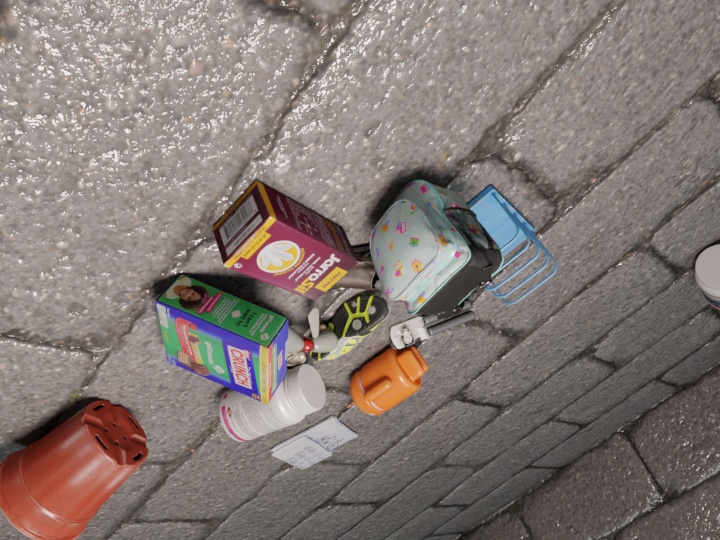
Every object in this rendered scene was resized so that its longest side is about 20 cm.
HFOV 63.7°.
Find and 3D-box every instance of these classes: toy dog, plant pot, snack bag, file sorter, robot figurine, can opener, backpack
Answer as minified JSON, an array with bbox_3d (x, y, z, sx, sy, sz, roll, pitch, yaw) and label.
[{"bbox_3d":[-0.137,0.109,1.078,0.132,0.097,0.200,-22,158,20],"label":"toy dog"},{"bbox_3d":[-0.519,0.359,1.079,0.195,0.201,0.201,-40,141,5],"label":"plant pot"},{"bbox_3d":[-0.116,0.468,1.562,0.200,0.021,0.189,-29,142,5],"label":"snack bag"},{"bbox_3d":[0.263,-0.036,1.098,0.139,0.123,0.200,-40,141,19],"label":"file sorter"},{"bbox_3d":[0.059,0.255,1.332,0.200,0.144,0.117,-37,121,17],"label":"robot figurine"},{"bbox_3d":[0.156,0.118,1.291,0.199,0.053,0.066,-21,177,-4],"label":"can opener"},{"bbox_3d":[0.106,-0.044,0.941,0.153,0.200,0.176,12,134,-31],"label":"backpack"}]

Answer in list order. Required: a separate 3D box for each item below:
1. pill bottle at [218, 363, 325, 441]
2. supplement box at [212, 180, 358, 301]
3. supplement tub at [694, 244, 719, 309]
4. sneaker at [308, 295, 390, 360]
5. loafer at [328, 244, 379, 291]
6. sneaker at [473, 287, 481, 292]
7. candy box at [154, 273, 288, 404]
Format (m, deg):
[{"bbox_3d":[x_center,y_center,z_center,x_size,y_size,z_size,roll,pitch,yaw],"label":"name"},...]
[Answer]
[{"bbox_3d":[-0.178,0.267,1.179,0.200,0.114,0.113,-25,145,22],"label":"pill bottle"},{"bbox_3d":[-0.114,-0.039,0.908,0.110,0.086,0.200,-42,140,20],"label":"supplement box"},{"bbox_3d":[0.990,0.020,1.565,0.140,0.141,0.200,-40,141,18],"label":"supplement tub"},{"bbox_3d":[-0.017,0.114,1.169,0.200,0.076,0.076,-34,154,24],"label":"sneaker"},{"bbox_3d":[0.000,0.000,1.032,0.199,0.071,0.073,-19,142,-9],"label":"loafer"},{"bbox_3d":[0.155,0.016,1.154,0.104,0.060,0.200,-41,135,17],"label":"sneaker"},{"bbox_3d":[-0.222,0.116,0.950,0.199,0.077,0.169,20,137,9],"label":"candy box"}]
